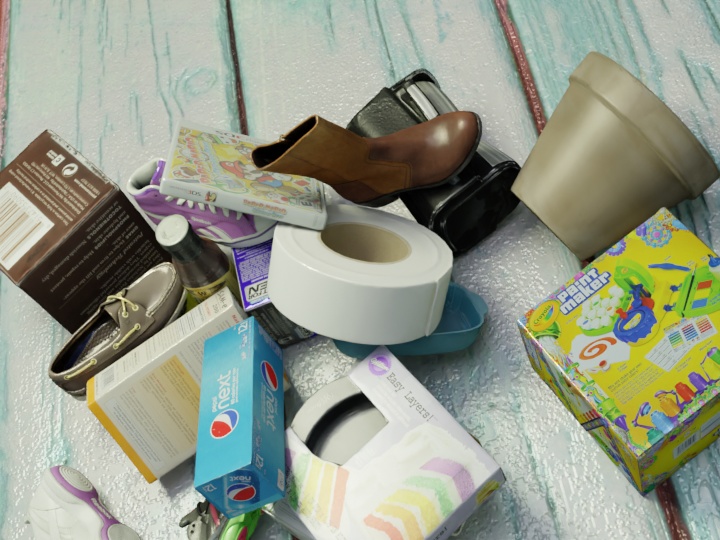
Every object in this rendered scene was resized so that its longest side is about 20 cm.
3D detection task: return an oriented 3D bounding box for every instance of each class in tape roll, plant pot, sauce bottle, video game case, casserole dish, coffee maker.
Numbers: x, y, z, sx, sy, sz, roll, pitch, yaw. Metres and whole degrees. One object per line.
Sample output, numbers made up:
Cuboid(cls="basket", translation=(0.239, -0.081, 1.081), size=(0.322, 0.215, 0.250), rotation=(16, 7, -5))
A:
Cuboid(cls="tape roll", translation=(0.000, 0.000, 1.099), size=(0.200, 0.072, 0.203), rotation=(9, 25, -4))
Cuboid(cls="plant pot", translation=(0.268, -0.114, 1.132), size=(0.174, 0.200, 0.200), rotation=(-45, 56, 8))
Cuboid(cls="sauce bottle", translation=(-0.183, 0.003, 1.192), size=(0.065, 0.200, 0.067), rotation=(-9, 60, 15))
Cuboid(cls="video game case", translation=(-0.130, -0.113, 1.152), size=(0.180, 0.023, 0.201), rotation=(12, 25, -11))
Cuboid(cls="casserole dish", translation=(0.046, 0.057, 1.136), size=(0.197, 0.039, 0.121), rotation=(-4, 28, -11))
Cuboid(cls="coffee maker", translation=(0.076, -0.114, 1.233), size=(0.192, 0.134, 0.201), rotation=(-49, 53, 17))

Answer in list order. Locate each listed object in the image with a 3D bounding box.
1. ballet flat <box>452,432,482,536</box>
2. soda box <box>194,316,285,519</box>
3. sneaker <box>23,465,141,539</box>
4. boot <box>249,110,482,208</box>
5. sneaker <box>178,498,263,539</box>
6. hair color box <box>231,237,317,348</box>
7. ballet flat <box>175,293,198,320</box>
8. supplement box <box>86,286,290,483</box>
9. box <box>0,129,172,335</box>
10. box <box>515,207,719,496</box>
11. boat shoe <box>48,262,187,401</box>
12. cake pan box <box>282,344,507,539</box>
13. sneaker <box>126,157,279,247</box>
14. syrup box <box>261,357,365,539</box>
Cuboid(cls="ballet flat", translation=(0.068, 0.260, 1.053), size=(0.072, 0.068, 0.200), rotation=(41, 75, 13))
Cuboid(cls="soda box", translation=(-0.121, 0.146, 1.031), size=(0.067, 0.064, 0.201), rotation=(-25, 38, 16))
Cuboid(cls="sneaker", translation=(-0.312, 0.317, 1.145), size=(0.200, 0.075, 0.100), rotation=(40, 98, 32))
Cuboid(cls="boot", translation=(0.010, -0.140, 1.075), size=(0.187, 0.199, 0.069), rotation=(-19, 68, 34))
Cuboid(cls="sneaker", translation=(-0.153, 0.265, 1.106), size=(0.083, 0.077, 0.202), rotation=(13, 65, 20))
Cuboid(cls="hair color box", translation=(-0.114, -0.018, 1.235), size=(0.064, 0.110, 0.202), rotation=(-19, 58, 7))
Cuboid(cls="ballet flat", translation=(-0.265, 0.099, 1.243), size=(0.066, 0.067, 0.201), rotation=(29, 74, 31))
Cuboid(cls="supplement box", translation=(-0.198, 0.131, 1.161), size=(0.199, 0.127, 0.074), rotation=(-34, 22, -3))
Cuboid(cls="box", translation=(-0.363, -0.033, 1.271), size=(0.165, 0.200, 0.164), rotation=(36, 76, 31))
Cuboid(cls="box", translation=(0.301, 0.081, 1.034), size=(0.199, 0.122, 0.193), rotation=(-36, 57, -3))
Cuboid(cls="boat shoe", translation=(-0.285, 0.064, 1.193), size=(0.200, 0.060, 0.072), rotation=(-47, 56, -8))
Cuboid(cls="cake pan box", translation=(0.016, 0.198, 1.011), size=(0.184, 0.052, 0.200), rotation=(-39, 57, -9))
Cuboid(cls="sneaker", translation=(-0.183, -0.083, 1.164), size=(0.198, 0.114, 0.073), rotation=(0, 63, 25))
Cuboid(cls="syrup box", translation=(-0.012, 0.202, 1.094), size=(0.081, 0.079, 0.201), rotation=(23, 71, 28))
